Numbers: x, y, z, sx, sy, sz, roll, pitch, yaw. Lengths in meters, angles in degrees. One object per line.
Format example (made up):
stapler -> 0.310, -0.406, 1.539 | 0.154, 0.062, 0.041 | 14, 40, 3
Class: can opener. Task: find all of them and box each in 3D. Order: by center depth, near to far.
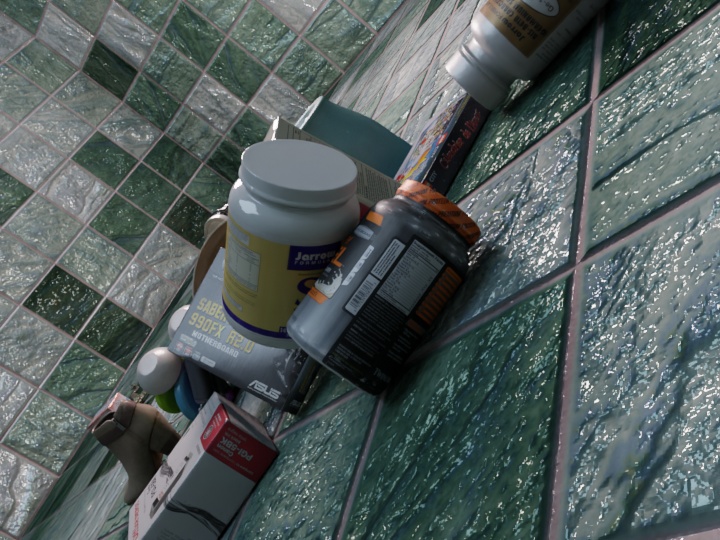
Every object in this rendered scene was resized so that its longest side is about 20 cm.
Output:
can opener -> -0.230, 0.172, 1.016 | 0.067, 0.200, 0.053 | -11, 5, 36

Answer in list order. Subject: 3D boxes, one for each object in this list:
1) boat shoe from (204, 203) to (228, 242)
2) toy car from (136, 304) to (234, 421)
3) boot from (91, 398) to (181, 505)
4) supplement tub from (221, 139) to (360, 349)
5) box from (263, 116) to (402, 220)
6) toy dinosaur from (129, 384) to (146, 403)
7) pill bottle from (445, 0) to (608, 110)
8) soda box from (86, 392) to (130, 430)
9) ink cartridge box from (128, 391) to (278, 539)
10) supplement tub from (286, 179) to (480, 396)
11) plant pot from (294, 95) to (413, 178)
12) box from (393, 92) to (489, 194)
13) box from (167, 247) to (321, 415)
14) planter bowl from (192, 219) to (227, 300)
boat shoe -> -0.220, -0.016, 1.156 | 0.060, 0.074, 0.200 | -68, -16, -54
toy car -> -0.264, 0.170, 1.207 | 0.150, 0.175, 0.200 | 28, 79, 37
boot -> -0.432, 0.331, 1.304 | 0.200, 0.146, 0.070 | -51, 18, 9
supplement tub -> -0.079, -0.030, 0.785 | 0.146, 0.145, 0.200 | -79, 0, -57
box -> -0.049, -0.088, 0.912 | 0.109, 0.200, 0.128 | -55, 20, 26
toy dinosaur -> -0.653, 0.374, 2.034 | 0.088, 0.047, 0.200 | 2, 55, 54
pill bottle -> 0.208, -0.311, 0.903 | 0.200, 0.114, 0.114 | -46, 17, 24
soda box -> -0.768, 0.448, 2.158 | 0.200, 0.068, 0.064 | -37, 22, 43
ink cartridge box -> -0.207, 0.274, 0.900 | 0.200, 0.083, 0.147 | -55, 17, -7
supplement tub -> 0.027, 0.015, 0.714 | 0.200, 0.122, 0.123 | -54, 16, -3
plant pot -> -0.037, -0.190, 1.211 | 0.200, 0.188, 0.200 | -48, 16, 19
box -> 0.105, -0.162, 1.020 | 0.200, 0.038, 0.137 | -60, 17, -23
box -> -0.136, 0.076, 0.923 | 0.159, 0.200, 0.048 | -63, -26, -9
planter bowl -> -0.135, 0.023, 1.061 | 0.200, 0.200, 0.135 | -49, -28, 16
